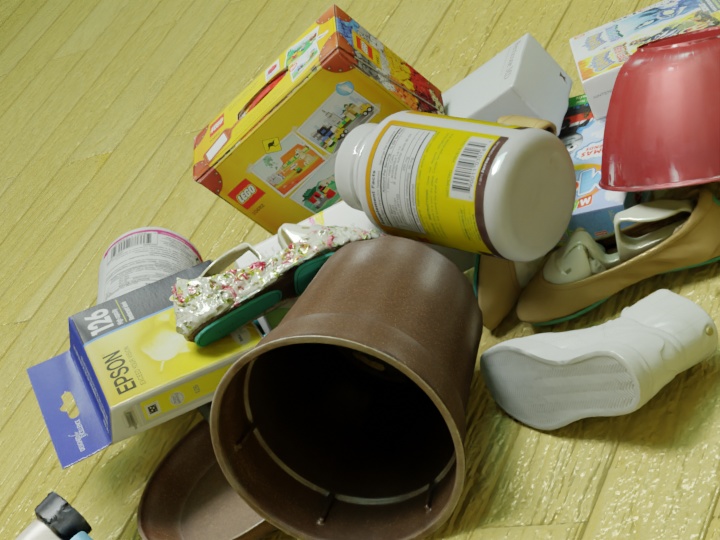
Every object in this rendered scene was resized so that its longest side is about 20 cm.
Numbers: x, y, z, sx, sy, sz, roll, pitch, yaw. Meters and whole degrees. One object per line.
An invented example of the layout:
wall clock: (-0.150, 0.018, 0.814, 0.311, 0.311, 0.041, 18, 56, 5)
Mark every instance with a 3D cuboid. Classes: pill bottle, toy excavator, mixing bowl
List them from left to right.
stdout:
toy excavator: (-0.214, 0.278, 1.388, 0.100, 0.200, 0.195, -46, -14, -21)
pill bottle: (-0.209, 0.050, 1.719, 0.113, 0.114, 0.200, -28, 28, 10)
pill bottle: (0.074, -0.074, 1.437, 0.199, 0.109, 0.109, 14, 53, 43)
mixing bowl: (0.283, -0.140, 1.413, 0.199, 0.109, 0.200, -13, 9, 2)

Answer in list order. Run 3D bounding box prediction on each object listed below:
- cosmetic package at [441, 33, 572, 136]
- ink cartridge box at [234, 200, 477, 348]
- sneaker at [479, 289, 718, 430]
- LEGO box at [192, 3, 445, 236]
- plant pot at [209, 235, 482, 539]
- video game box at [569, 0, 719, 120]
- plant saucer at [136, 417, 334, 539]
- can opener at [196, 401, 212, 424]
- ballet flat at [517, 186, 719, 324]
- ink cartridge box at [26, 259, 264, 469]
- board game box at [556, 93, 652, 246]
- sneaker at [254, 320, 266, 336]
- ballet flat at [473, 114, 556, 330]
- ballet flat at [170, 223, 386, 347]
cosmetic package: (0.104, -0.130, 1.661, 0.200, 0.071, 0.102, -34, 22, 34)
ink cartridge box: (0.000, 0.000, 1.541, 0.199, 0.117, 0.067, -27, -16, -10)
sneaker: (0.188, 0.067, 1.327, 0.115, 0.074, 0.200, -28, 12, -30)
LEGO box: (-0.039, -0.127, 1.625, 0.200, 0.149, 0.077, -40, 31, 25)
plant pot: (0.008, 0.084, 1.365, 0.200, 0.201, 0.198, -18, 23, 27)
video game box: (0.291, -0.214, 1.610, 0.182, 0.047, 0.200, -24, 16, 10)
plant saucer: (-0.100, 0.178, 1.481, 0.200, 0.037, 0.201, -25, 29, 15)
can opener: (-0.113, 0.113, 1.521, 0.066, 0.053, 0.200, -7, 19, -26)
ballet flat: (0.209, -0.017, 1.412, 0.199, 0.063, 0.069, -23, 32, 21)
ink cartridge box: (-0.195, 0.075, 1.523, 0.199, 0.047, 0.198, -22, 28, -11)
board game box: (0.208, -0.098, 1.586, 0.151, 0.037, 0.200, -12, 36, 35)
sneaker: (-0.044, 0.039, 1.592, 0.199, 0.080, 0.078, -31, 28, -1)
ballet flat: (0.138, -0.046, 1.494, 0.063, 0.069, 0.201, -2, 69, 23)
ballet flat: (-0.073, -0.003, 1.465, 0.199, 0.076, 0.064, -24, 68, -15)
